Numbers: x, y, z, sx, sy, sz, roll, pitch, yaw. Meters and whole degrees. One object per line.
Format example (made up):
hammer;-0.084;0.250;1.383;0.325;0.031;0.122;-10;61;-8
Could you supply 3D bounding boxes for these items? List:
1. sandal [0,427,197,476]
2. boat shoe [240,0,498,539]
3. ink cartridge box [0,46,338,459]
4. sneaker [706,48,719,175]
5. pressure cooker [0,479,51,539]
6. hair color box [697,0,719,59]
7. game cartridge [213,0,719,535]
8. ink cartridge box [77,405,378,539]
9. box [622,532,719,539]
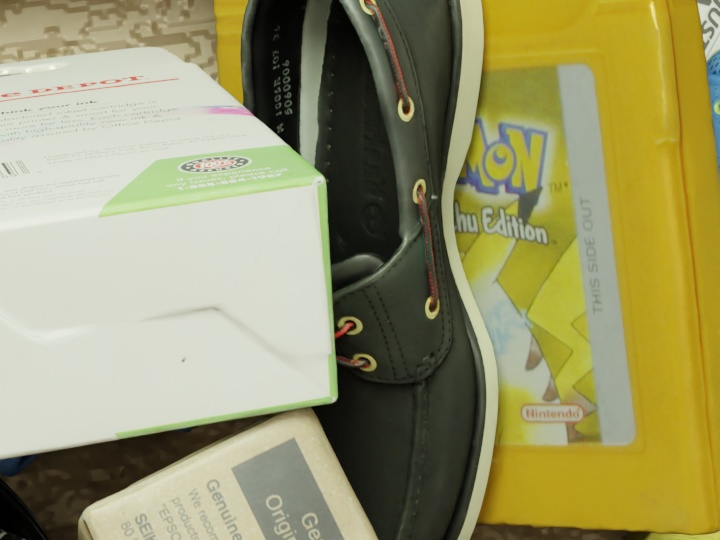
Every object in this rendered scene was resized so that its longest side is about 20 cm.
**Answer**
sandal;-0.124;0.027;0.944;0.200;0.079;0.087;-18;73;-6
boat shoe;-0.002;0.000;0.883;0.063;0.074;0.201;-16;110;-46
ink cartridge box;-0.087;-0.011;0.857;0.117;0.200;0.067;-9;107;-13
sneaker;0.104;-0.016;0.931;0.200;0.076;0.105;-1;87;39
pressure cooker;-0.166;0.140;0.869;0.179;0.176;0.200;24;80;-3
hair color box;0.031;-0.112;0.999;0.200;0.061;0.102;29;78;3
game cartridge;0.031;-0.021;0.907;0.032;0.176;0.200;-18;102;-48
ink cartridge box;-0.018;0.140;0.867;0.075;0.200;0.165;-26;82;-11
box;0.136;0.086;0.969;0.075;0.050;0.200;41;78;2
